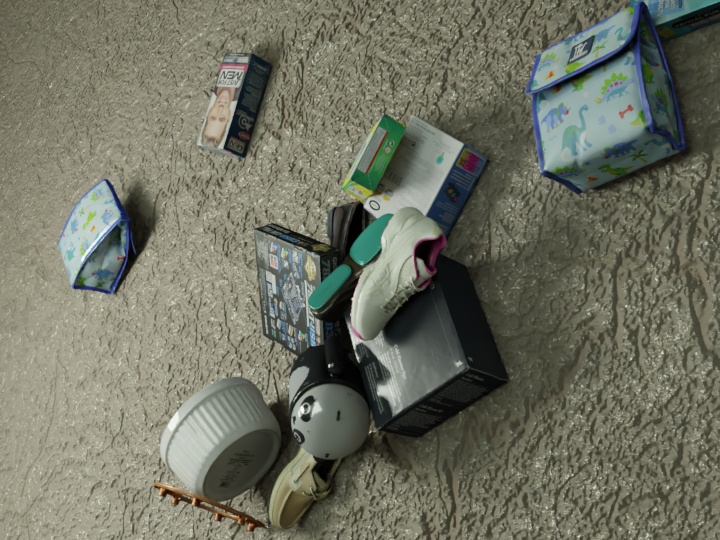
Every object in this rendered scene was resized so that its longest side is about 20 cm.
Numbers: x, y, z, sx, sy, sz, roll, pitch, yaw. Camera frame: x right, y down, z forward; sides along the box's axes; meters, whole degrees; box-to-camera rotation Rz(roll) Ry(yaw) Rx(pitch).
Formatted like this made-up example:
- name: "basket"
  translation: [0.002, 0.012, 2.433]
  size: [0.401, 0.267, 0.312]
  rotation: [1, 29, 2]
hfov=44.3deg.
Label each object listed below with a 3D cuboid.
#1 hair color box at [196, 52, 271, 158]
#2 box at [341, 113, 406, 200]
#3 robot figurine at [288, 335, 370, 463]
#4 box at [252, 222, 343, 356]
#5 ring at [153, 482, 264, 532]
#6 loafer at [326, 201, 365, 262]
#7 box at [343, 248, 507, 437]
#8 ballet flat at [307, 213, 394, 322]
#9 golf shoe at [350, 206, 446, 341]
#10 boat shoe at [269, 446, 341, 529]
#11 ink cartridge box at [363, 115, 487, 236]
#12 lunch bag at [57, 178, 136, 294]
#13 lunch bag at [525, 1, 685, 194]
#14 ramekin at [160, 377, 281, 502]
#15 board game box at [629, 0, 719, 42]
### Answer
- name: "hair color box"
  translation: [-0.259, -0.340, 1.817]
  size: [0.099, 0.060, 0.205]
  rotation: [13, 86, 45]
- name: "box"
  translation: [0.018, -0.178, 1.428]
  size: [0.119, 0.048, 0.200]
  rotation: [-63, 3, -3]
- name: "robot figurine"
  translation: [-0.050, 0.191, 1.326]
  size: [0.123, 0.152, 0.201]
  rotation: [-29, 26, 9]
- name: "box"
  translation: [-0.103, 0.042, 1.477]
  size: [0.197, 0.049, 0.205]
  rotation: [20, 120, 48]
- name: "ring"
  translation: [-0.252, 0.394, 1.461]
  size: [0.197, 0.200, 0.020]
  rotation: [-1, 61, 43]
- name: "loafer"
  translation: [-0.016, -0.025, 1.473]
  size: [0.062, 0.071, 0.204]
  rotation: [-25, 57, 31]
- name: "box"
  translation: [0.091, 0.109, 1.297]
  size: [0.181, 0.103, 0.203]
  rotation: [-37, 53, 30]
- name: "ballet flat"
  translation: [0.000, 0.000, 1.369]
  size: [0.200, 0.068, 0.068]
  rotation: [-46, 42, 4]
- name: "golf shoe"
  translation: [0.052, 0.013, 1.246]
  size: [0.091, 0.075, 0.204]
  rotation: [29, 97, 42]
- name: "boat shoe"
  translation: [-0.079, 0.331, 1.411]
  size: [0.065, 0.072, 0.203]
  rotation: [32, 93, 45]
- name: "ink cartridge box"
  translation: [0.093, -0.122, 1.394]
  size: [0.136, 0.076, 0.203]
  rotation: [38, 102, 45]
- name: "lunch bag"
  translation: [-0.585, -0.079, 1.993]
  size: [0.171, 0.126, 0.202]
  rotation: [51, 121, 41]
- name: "lunch bag"
  translation: [0.317, -0.233, 1.171]
  size: [0.168, 0.126, 0.205]
  rotation: [-20, 62, 40]
- name: "ramekin"
  translation: [-0.224, 0.290, 1.480]
  size: [0.105, 0.199, 0.202]
  rotation: [42, 105, 32]
- name: "board game box"
  translation: [0.454, -0.403, 1.166]
  size: [0.197, 0.046, 0.155]
  rotation: [-14, 67, 40]
